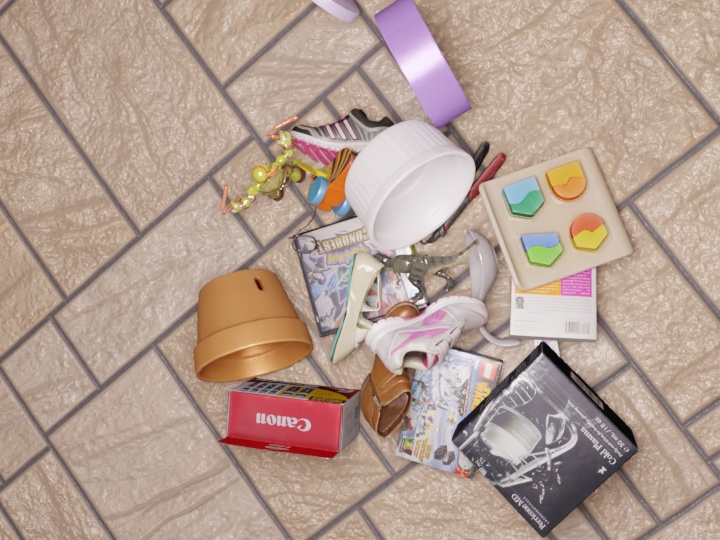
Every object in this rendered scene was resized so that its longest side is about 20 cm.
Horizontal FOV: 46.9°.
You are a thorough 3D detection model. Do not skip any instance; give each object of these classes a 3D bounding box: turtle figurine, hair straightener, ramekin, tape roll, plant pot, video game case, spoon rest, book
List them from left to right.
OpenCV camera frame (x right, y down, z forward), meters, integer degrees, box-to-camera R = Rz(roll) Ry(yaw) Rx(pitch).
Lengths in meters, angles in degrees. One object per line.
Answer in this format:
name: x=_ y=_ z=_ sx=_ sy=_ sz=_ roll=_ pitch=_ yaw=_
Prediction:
plant pot: x=-0.190 y=0.089 z=1.387 sx=0.198 sy=0.200 sz=0.141 roll=-21 pitch=70 yaw=13
turtle figurine: x=-0.139 y=-0.161 z=1.370 sx=0.064 sy=0.161 sz=0.201 roll=39 pitch=100 yaw=10
video game case: x=0.000 y=0.000 z=1.413 sx=0.198 sy=0.025 sz=0.183 roll=-16 pitch=88 yaw=13
ramekin: x=0.071 y=-0.136 z=1.288 sx=0.200 sy=0.200 sz=0.098 roll=-44 pitch=63 yaw=10
tape roll: x=0.098 y=-0.324 z=1.291 sx=0.065 sy=0.200 sz=0.202 roll=-30 pitch=85 yaw=12
hair straightener: x=0.153 y=-0.130 z=1.375 sx=0.077 sy=0.041 sz=0.201 roll=42 pitch=106 yaw=23
spoon rest: x=0.200 y=0.031 z=1.339 sx=0.060 sy=0.099 sz=0.202 roll=-18 pitch=96 yaw=-3
book: x=0.303 y=0.008 z=1.305 sx=0.132 sy=0.048 sz=0.203 roll=3 pitch=75 yaw=8

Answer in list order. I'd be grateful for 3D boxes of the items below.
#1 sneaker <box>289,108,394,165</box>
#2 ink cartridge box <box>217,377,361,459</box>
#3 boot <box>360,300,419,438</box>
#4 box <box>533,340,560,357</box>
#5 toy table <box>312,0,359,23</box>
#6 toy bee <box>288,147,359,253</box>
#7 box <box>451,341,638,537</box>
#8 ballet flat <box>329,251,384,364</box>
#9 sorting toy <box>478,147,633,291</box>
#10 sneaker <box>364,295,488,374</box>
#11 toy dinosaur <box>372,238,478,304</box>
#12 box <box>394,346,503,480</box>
sneaker: x=-0.025 y=-0.227 z=1.390 sx=0.198 sy=0.074 sz=0.088 roll=11 pitch=72 yaw=25
ink cartridge box: x=-0.114 y=0.240 z=1.370 sx=0.197 sy=0.175 sz=0.085 roll=4 pitch=93 yaw=12
boot: x=0.060 y=0.160 z=1.334 sx=0.073 sy=0.155 sz=0.202 roll=16 pitch=101 yaw=-11
box: x=0.314 y=0.193 z=1.340 sx=0.038 sy=0.041 sz=0.203 roll=-11 pitch=90 yaw=13
toy table: x=-0.056 y=-0.513 z=1.346 sx=0.199 sy=0.184 sz=0.117 roll=38 pitch=116 yaw=1
toy bee: x=-0.060 y=-0.140 z=1.374 sx=0.199 sy=0.131 sz=0.109 roll=-31 pitch=40 yaw=22
box: x=0.279 y=0.253 z=1.268 sx=0.200 sy=0.124 sz=0.197 roll=45 pitch=102 yaw=8
ballet flat: x=-0.002 y=0.069 z=1.363 sx=0.069 sy=0.069 sz=0.202 roll=17 pitch=109 yaw=12
sorting toy: x=0.304 y=-0.083 z=1.290 sx=0.198 sy=0.037 sz=0.187 roll=-18 pitch=76 yaw=-4
sneaker: x=0.111 y=0.107 z=1.279 sx=0.198 sy=0.082 sz=0.089 roll=-20 pitch=56 yaw=-9
toy dinosaur: x=0.106 y=0.003 z=1.339 sx=0.198 sy=0.048 sz=0.089 roll=-6 pitch=121 yaw=28
box: x=0.147 y=0.228 z=1.379 sx=0.135 sy=0.040 sz=0.202 roll=15 pitch=95 yaw=13
